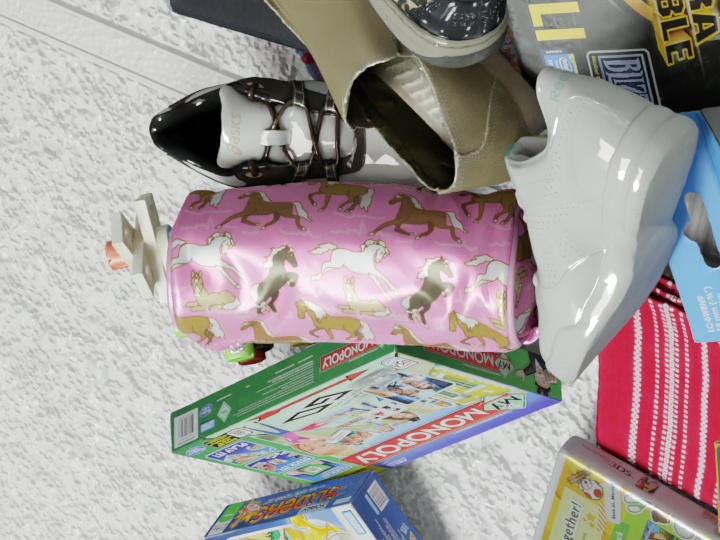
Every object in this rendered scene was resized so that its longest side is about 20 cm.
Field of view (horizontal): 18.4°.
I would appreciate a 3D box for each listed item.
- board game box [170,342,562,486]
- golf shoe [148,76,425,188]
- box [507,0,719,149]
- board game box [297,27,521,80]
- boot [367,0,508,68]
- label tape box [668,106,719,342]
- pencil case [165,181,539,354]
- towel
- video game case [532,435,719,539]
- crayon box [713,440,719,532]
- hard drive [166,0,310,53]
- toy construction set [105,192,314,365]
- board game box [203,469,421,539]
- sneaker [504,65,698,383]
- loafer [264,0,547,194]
[{"bbox_3d":[0.001,0.080,1.311,0.200,0.134,0.029,-27,56,42],"label":"board game box"},{"bbox_3d":[-0.027,-0.068,1.203,0.199,0.094,0.078,0,92,38],"label":"golf shoe"},{"bbox_3d":[0.144,-0.154,1.070,0.159,0.049,0.201,1,124,29],"label":"box"},{"bbox_3d":[0.008,-0.144,1.234,0.158,0.039,0.201,-24,100,42],"label":"board game box"},{"bbox_3d":[0.007,-0.209,1.041,0.204,0.073,0.154,50,157,21],"label":"boot"},{"bbox_3d":[0.231,-0.011,1.063,0.199,0.063,0.145,-7,123,26],"label":"label tape box"},{"bbox_3d":[0.000,0.000,1.174,0.199,0.083,0.087,0,147,16],"label":"pencil case"},{"bbox_3d":[0.210,0.086,1.197,0.200,0.022,0.145,27,139,31],"label":"towel"},{"bbox_3d":[0.177,0.212,1.309,0.182,0.023,0.201,30,135,20],"label":"video game case"},{"bbox_3d":[0.299,0.124,1.081,0.199,0.058,0.173,-19,133,27],"label":"crayon box"},{"bbox_3d":[-0.041,-0.220,1.194,0.134,0.042,0.201,19,108,26],"label":"hard drive"},{"bbox_3d":[-0.047,0.007,1.292,0.199,0.131,0.093,2,82,13],"label":"toy construction set"},{"bbox_3d":[0.006,0.224,1.421,0.135,0.034,0.200,-18,113,41],"label":"board game box"},{"bbox_3d":[0.105,-0.027,1.091,0.088,0.075,0.200,33,146,18],"label":"sneaker"},{"bbox_3d":[0.008,-0.116,1.118,0.200,0.067,0.076,41,137,10],"label":"loafer"}]
